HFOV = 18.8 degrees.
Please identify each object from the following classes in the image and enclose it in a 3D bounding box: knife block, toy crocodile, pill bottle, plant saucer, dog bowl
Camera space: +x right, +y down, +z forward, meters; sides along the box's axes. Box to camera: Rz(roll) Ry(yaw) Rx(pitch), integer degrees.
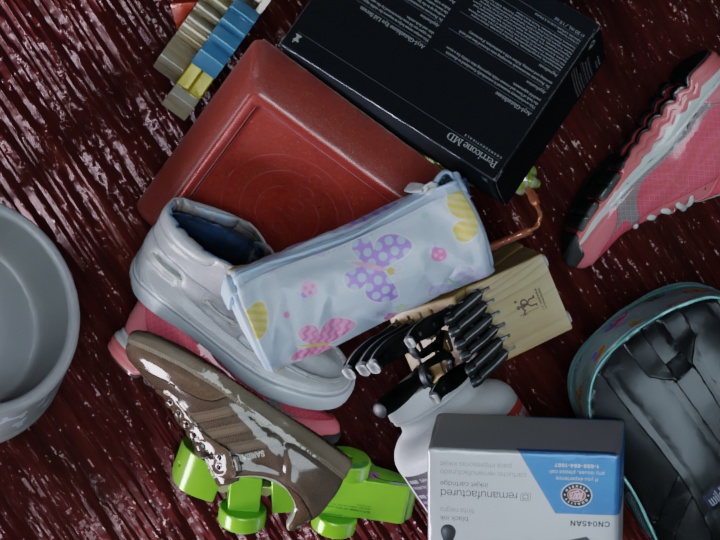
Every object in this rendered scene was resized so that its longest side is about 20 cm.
[{"bbox_3d":[0.064,0.045,1.652,0.175,0.200,0.064,-24,99,-4],"label":"knife block"},{"bbox_3d":[-0.052,0.171,1.752,0.198,0.062,0.068,5,114,-5],"label":"toy crocodile"},{"bbox_3d":[0.103,0.166,1.725,0.112,0.112,0.201,-33,99,4],"label":"pill bottle"},{"bbox_3d":[-0.053,-0.047,1.682,0.199,0.037,0.200,35,124,-7],"label":"plant saucer"},{"bbox_3d":[-0.305,0.034,1.670,0.199,0.059,0.202,11,67,-28],"label":"dog bowl"}]

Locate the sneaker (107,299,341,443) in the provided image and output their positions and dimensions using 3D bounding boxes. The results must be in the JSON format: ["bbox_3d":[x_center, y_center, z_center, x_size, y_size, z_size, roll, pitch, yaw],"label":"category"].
[{"bbox_3d":[-0.097,0.074,1.725,0.199,0.074,0.087,26,96,-5],"label":"sneaker"}]

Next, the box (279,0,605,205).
[{"bbox_3d":[0.062,-0.165,1.632,0.199,0.079,0.142,34,83,16],"label":"box"}]

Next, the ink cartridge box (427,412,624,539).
[{"bbox_3d":[0.124,0.216,1.633,0.143,0.084,0.202,1,105,8],"label":"ink cartridge box"}]

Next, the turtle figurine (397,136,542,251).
[{"bbox_3d":[0.049,-0.103,1.694,0.199,0.064,0.163,6,87,25],"label":"turtle figurine"}]

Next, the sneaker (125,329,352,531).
[{"bbox_3d":[-0.106,0.122,1.661,0.199,0.070,0.076,33,87,3],"label":"sneaker"}]

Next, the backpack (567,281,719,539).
[{"bbox_3d":[0.260,0.110,1.700,0.175,0.153,0.201,-34,107,4],"label":"backpack"}]

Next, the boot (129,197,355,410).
[{"bbox_3d":[-0.081,0.025,1.663,0.199,0.074,0.096,31,137,-1],"label":"boot"}]

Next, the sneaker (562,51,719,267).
[{"bbox_3d":[0.239,-0.071,1.704,0.087,0.074,0.201,38,96,-8],"label":"sneaker"}]

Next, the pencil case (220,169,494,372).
[{"bbox_3d":[0.000,0.000,1.594,0.199,0.091,0.083,-25,56,1],"label":"pencil case"}]

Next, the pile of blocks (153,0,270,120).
[{"bbox_3d":[-0.103,-0.213,1.675,0.062,0.082,0.201,35,97,-7],"label":"pile of blocks"}]
